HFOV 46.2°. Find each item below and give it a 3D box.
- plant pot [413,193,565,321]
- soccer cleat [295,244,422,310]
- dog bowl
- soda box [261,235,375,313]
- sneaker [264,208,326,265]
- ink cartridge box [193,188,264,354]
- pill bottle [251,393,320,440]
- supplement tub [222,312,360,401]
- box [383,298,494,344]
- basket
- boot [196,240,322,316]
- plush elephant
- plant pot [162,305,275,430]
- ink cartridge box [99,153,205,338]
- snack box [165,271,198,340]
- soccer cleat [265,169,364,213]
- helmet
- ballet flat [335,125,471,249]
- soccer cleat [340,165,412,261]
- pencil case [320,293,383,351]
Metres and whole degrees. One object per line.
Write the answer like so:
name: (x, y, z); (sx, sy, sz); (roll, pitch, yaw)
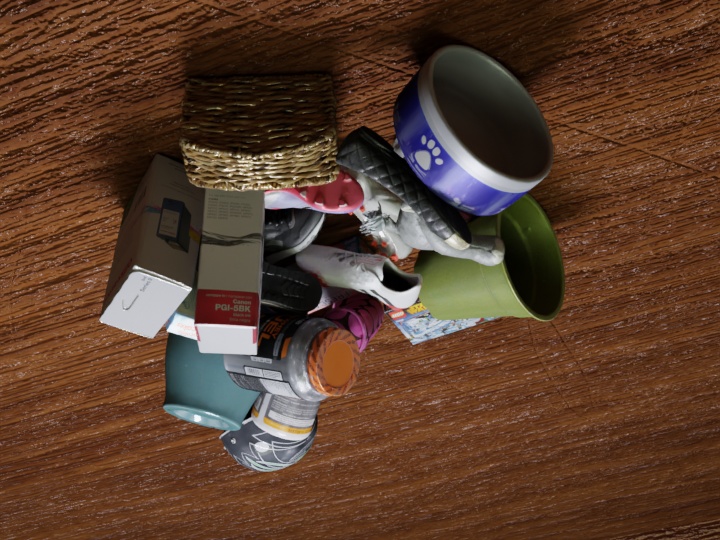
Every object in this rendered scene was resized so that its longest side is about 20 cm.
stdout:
plant pot: (0.189, 0.000, 1.319); (0.188, 0.203, 0.199); (-19, 145, 37)
soccer cleat: (0.000, 0.000, 1.270); (0.197, 0.069, 0.085); (22, 148, -9)
dog bowl: (0.139, -0.172, 1.036); (0.198, 0.203, 0.079); (17, 142, -29)
soda box: (-0.069, 0.018, 1.393); (0.198, 0.064, 0.068); (-23, 142, 22)
sneaker: (-0.135, -0.064, 1.264); (0.087, 0.077, 0.199); (30, 132, -33)
ink cartridge box: (-0.173, -0.002, 1.138); (0.081, 0.203, 0.147); (3, 161, -6)
pill bottle: (-0.114, 0.189, 1.507); (0.115, 0.116, 0.203); (16, 98, -29)
supplement tub: (-0.103, 0.129, 1.270); (0.198, 0.124, 0.122); (2, 156, 41)
box: (0.155, 0.060, 1.505); (0.197, 0.040, 0.137); (-19, 144, 18)
basket: (-0.124, -0.148, 1.081); (0.196, 0.145, 0.150); (-3, 144, -4)
boot: (-0.161, 0.026, 1.291); (0.198, 0.078, 0.138); (25, 165, -2)
plush elephant: (0.103, -0.112, 1.145); (0.196, 0.167, 0.156); (-1, 142, -12)
plant pot: (-0.237, 0.158, 1.405); (0.197, 0.191, 0.201); (11, 160, 4)
ink cartridge box: (-0.284, -0.032, 1.165); (0.087, 0.202, 0.145); (22, 137, -24)
snack box: (-0.245, 0.032, 1.271); (0.115, 0.201, 0.037); (20, 116, -31)
soccer cleat: (-0.089, -0.113, 1.188); (0.196, 0.068, 0.077); (7, 167, 8)
helmet: (-0.179, 0.297, 1.657); (0.196, 0.193, 0.201); (-4, 146, -3)
ballet flat: (0.056, -0.094, 1.024); (0.200, 0.066, 0.057); (43, 113, 4)
soccer cleat: (0.023, -0.101, 1.247); (0.069, 0.078, 0.201); (10, 144, 47)
pencil case: (-0.019, 0.087, 1.396); (0.092, 0.092, 0.200); (24, -173, 6)
